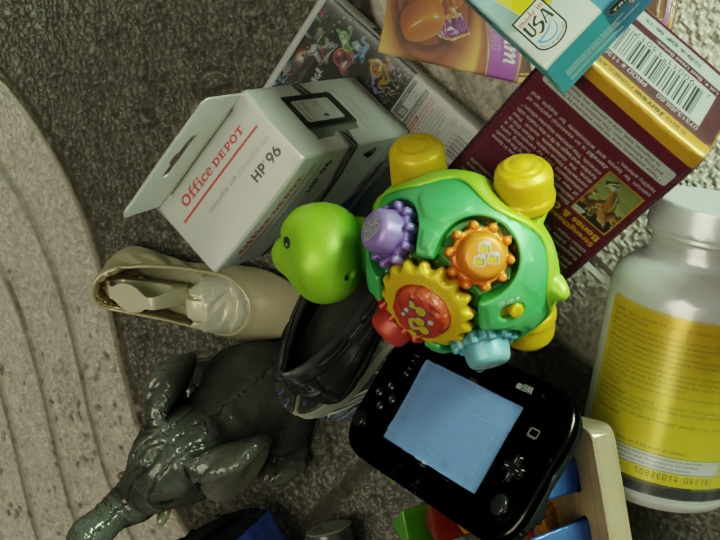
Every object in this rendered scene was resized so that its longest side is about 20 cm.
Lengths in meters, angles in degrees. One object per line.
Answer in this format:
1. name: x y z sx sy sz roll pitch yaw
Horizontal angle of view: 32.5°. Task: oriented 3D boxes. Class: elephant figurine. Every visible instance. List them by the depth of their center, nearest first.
1. elephant figurine: -0.126 0.137 0.980 0.141 0.200 0.156 3 102 29

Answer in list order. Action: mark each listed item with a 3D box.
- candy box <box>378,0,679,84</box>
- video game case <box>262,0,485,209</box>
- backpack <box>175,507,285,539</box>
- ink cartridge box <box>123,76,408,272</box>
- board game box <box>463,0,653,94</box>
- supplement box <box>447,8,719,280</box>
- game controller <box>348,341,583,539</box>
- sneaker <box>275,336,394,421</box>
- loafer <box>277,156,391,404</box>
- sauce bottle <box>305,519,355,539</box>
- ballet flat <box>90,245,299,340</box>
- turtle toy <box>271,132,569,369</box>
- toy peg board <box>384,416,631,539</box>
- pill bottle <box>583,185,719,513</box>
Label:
1. candy box: 0.118 -0.191 0.861 0.200 0.056 0.117 17 107 23
2. video game case: -0.013 -0.085 0.975 0.182 0.023 0.200 44 118 14
3. backpack: -0.131 0.305 1.022 0.162 0.200 0.168 -27 97 28
4. ink cartridge box: -0.062 -0.069 0.876 0.068 0.200 0.116 47 119 12
5. board game box: 0.097 -0.225 0.711 0.151 0.047 0.200 -46 67 9
6. supplement box: 0.135 -0.074 0.811 0.110 0.086 0.200 41 139 -1
7. game controller: 0.064 0.104 0.817 0.200 0.042 0.105 23 90 56
8. sneaker: 0.029 0.046 0.956 0.200 0.085 0.077 -37 56 9
9. loafer: 0.000 0.000 0.895 0.068 0.070 0.201 20 80 31
10. sauce bottle: -0.004 0.309 1.029 0.066 0.066 0.201 -14 93 30
11. ballet flat: -0.144 0.025 1.045 0.200 0.069 0.070 9 105 27
12. turtle toy: 0.039 -0.005 0.800 0.200 0.101 0.146 15 133 27
13. toy peg board: 0.099 0.202 0.870 0.199 0.098 0.201 -175 73 -69
14. pill bottle: 0.216 0.050 0.825 0.112 0.112 0.201 16 108 25
